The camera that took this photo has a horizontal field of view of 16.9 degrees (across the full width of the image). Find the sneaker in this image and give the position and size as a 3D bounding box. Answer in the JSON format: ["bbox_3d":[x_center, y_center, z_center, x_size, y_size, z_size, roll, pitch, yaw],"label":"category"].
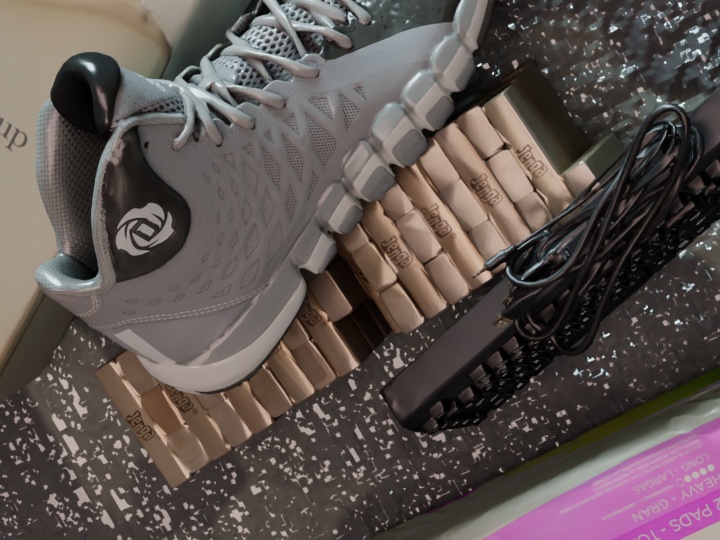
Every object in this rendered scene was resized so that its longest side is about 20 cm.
[{"bbox_3d":[-0.039,-0.061,0.797,0.075,0.115,0.200,28,88,47],"label":"sneaker"}]

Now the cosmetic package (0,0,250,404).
[{"bbox_3d":[-0.128,-0.055,0.882,0.104,0.073,0.200,33,114,7],"label":"cosmetic package"}]

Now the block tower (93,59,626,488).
[{"bbox_3d":[0.000,0.000,0.866,0.200,0.054,0.058,-32,94,23],"label":"block tower"}]

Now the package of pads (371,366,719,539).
[{"bbox_3d":[0.114,0.130,0.859,0.200,0.068,0.155,-29,95,24],"label":"package of pads"}]

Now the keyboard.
[{"bbox_3d":[0.089,0.001,0.808,0.200,0.104,0.040,-44,64,24],"label":"keyboard"}]
